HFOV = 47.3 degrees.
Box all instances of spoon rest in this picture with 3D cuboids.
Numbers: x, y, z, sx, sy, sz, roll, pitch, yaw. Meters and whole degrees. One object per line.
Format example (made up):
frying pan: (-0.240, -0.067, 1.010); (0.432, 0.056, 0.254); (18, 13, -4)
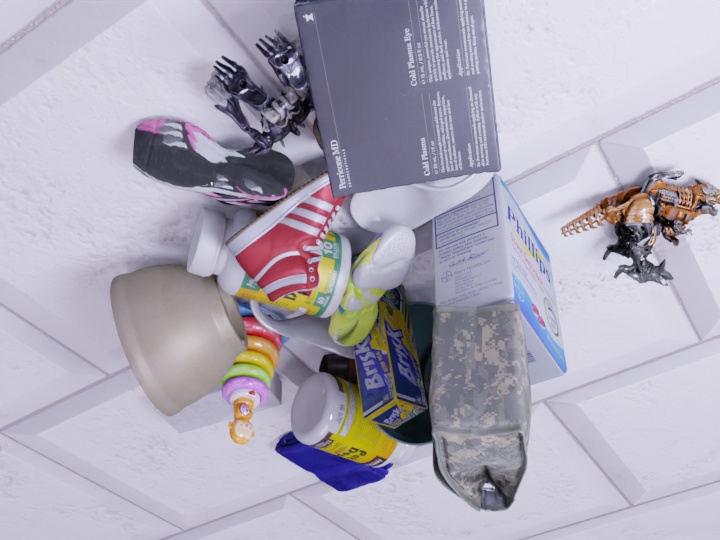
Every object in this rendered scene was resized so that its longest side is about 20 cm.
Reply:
spoon rest: (-0.083, 0.074, 1.186); (0.198, 0.100, 0.061); (32, 99, -22)
spoon rest: (0.077, -0.099, 1.029); (0.197, 0.062, 0.100); (-23, 134, 20)

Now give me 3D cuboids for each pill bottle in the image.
pill bottle: (-0.120, -0.015, 1.070); (0.196, 0.114, 0.113); (16, 135, -19)
pill bottle: (-0.005, 0.238, 1.276); (0.198, 0.111, 0.109); (27, 131, -34)

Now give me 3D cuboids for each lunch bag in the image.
lunch bag: (0.138, 0.161, 0.939); (0.115, 0.167, 0.202); (-3, 140, 12)

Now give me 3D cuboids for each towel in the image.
towel: (-0.046, 0.348, 1.522); (0.146, 0.050, 0.200); (-27, 132, 24)

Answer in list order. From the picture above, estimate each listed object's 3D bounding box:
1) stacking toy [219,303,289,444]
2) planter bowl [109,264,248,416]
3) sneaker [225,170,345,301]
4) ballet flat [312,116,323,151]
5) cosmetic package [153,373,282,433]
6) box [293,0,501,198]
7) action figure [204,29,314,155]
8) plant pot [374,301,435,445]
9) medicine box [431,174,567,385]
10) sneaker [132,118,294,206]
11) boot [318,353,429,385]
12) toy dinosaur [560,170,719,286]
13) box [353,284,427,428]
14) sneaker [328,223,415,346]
stacking toy: (-0.168, 0.159, 1.193); (0.115, 0.203, 0.109); (31, 129, -31)
planter bowl: (-0.233, 0.076, 1.119); (0.132, 0.202, 0.202); (-23, 137, -1)
sneaker: (-0.054, -0.045, 0.998); (0.198, 0.071, 0.114); (-36, 94, -10)
ballet flat: (0.043, -0.159, 0.966); (0.195, 0.069, 0.076); (1, 159, 1)
cosmetic package: (-0.233, 0.205, 1.353); (0.196, 0.051, 0.083); (-17, 138, 15)
box: (0.041, -0.198, 0.842); (0.178, 0.105, 0.204); (-8, 117, 6)
action figure: (-0.098, -0.195, 0.884); (0.118, 0.103, 0.200); (-36, 177, -4)
plant pot: (0.113, 0.156, 1.232); (0.198, 0.204, 0.133); (-29, 156, 27)
medicine box: (0.177, 0.019, 1.056); (0.101, 0.203, 0.182); (-19, 136, 25)
sneaker: (-0.180, -0.113, 0.990); (0.196, 0.082, 0.086); (18, 162, -6)
boot: (0.017, 0.202, 1.374); (0.195, 0.069, 0.191); (4, 130, -18)
toy dinosaur: (0.366, -0.067, 1.078); (0.195, 0.103, 0.138); (5, 126, 19)
box: (0.033, 0.109, 1.145); (0.064, 0.203, 0.070); (23, 134, -37)
sneaker: (0.000, 0.000, 1.108); (0.074, 0.106, 0.202); (12, 123, -33)
